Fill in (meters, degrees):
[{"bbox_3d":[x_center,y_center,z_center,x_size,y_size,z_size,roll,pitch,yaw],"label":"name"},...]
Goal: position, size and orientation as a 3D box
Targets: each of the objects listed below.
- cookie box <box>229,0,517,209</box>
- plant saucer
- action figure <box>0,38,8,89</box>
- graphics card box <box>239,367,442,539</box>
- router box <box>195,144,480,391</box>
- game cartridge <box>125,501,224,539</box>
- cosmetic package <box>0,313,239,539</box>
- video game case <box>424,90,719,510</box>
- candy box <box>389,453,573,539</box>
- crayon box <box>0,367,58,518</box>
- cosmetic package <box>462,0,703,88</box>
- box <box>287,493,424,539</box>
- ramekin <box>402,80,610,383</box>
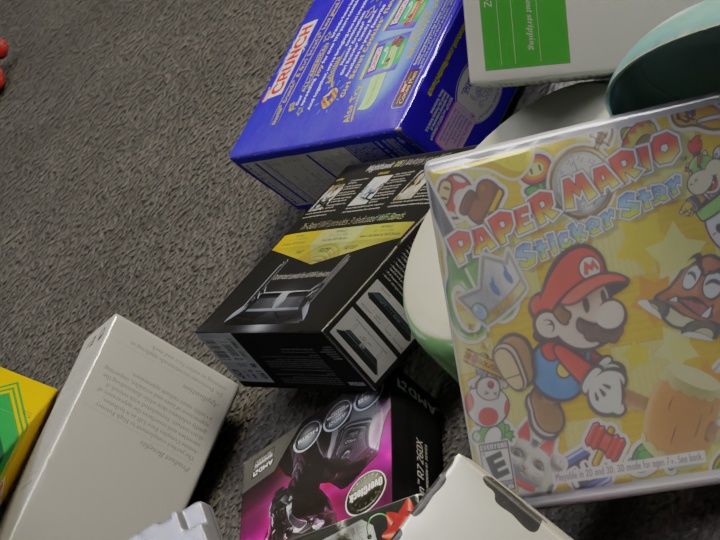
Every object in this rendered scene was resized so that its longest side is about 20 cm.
[{"bbox_3d":[0.023,-0.135,1.553,0.199,0.075,0.172,-4,53,54],"label":"cookie box"},{"bbox_3d":[0.216,-0.097,1.093,0.200,0.199,0.028,-19,66,46],"label":"plant saucer"},{"bbox_3d":[-0.404,-0.146,2.240,0.201,0.052,0.065,-58,25,-17],"label":"action figure"},{"bbox_3d":[-0.011,0.160,1.282,0.125,0.051,0.201,-36,31,27],"label":"graphics card box"},{"bbox_3d":[0.000,0.000,1.397,0.157,0.052,0.200,-48,18,-18],"label":"router box"},{"bbox_3d":[-0.149,0.241,1.338,0.199,0.041,0.134,-32,54,15],"label":"game cartridge"},{"bbox_3d":[-0.165,0.141,1.469,0.074,0.101,0.201,-36,26,60],"label":"cosmetic package"},{"bbox_3d":[0.132,0.017,1.105,0.199,0.023,0.183,-12,85,32],"label":"video game case"},{"bbox_3d":[0.041,0.207,1.062,0.136,0.061,0.200,38,90,20],"label":"candy box"},{"bbox_3d":[-0.272,0.186,1.485,0.173,0.058,0.201,-56,-13,-67],"label":"crayon box"},{"bbox_3d":[0.156,-0.159,1.233,0.199,0.108,0.085,-6,2,8],"label":"cosmetic package"},{"bbox_3d":[-0.027,0.209,1.173,0.199,0.040,0.138,-24,65,32],"label":"box"},{"bbox_3d":[0.116,-0.006,1.236,0.200,0.098,0.201,-36,31,26],"label":"ramekin"}]
